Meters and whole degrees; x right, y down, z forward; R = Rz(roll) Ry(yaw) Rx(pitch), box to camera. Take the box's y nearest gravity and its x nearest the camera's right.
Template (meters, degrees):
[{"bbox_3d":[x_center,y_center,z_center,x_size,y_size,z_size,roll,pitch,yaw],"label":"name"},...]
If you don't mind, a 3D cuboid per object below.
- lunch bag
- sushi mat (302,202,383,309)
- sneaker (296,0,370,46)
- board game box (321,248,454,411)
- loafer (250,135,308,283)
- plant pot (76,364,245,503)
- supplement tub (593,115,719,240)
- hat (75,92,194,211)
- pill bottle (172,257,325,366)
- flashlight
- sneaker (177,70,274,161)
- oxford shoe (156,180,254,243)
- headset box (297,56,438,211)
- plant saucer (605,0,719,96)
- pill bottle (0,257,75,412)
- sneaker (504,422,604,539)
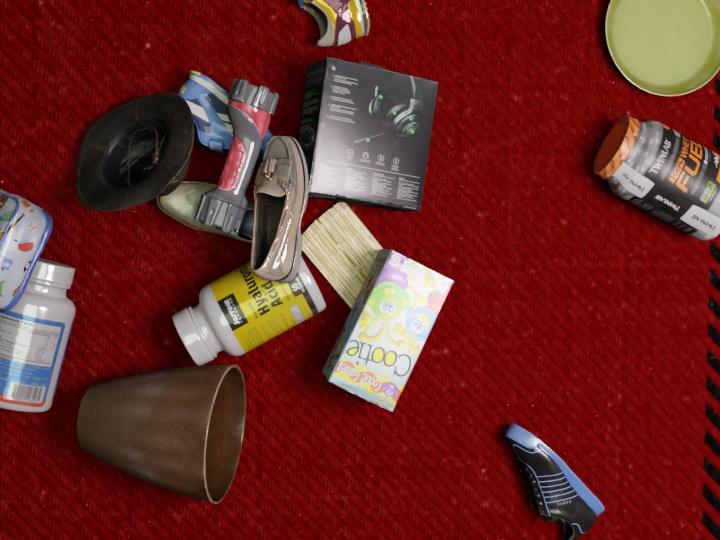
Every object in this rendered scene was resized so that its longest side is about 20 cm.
[{"bbox_3d":[-0.507,-0.031,1.288,0.075,0.199,0.161,29,79,-49],"label":"lunch bag"},{"bbox_3d":[0.000,0.000,1.424,0.096,0.012,0.200,-40,95,-5],"label":"sushi mat"},{"bbox_3d":[-0.056,-0.422,1.378,0.090,0.075,0.201,-20,92,-11],"label":"sneaker"},{"bbox_3d":[0.037,0.082,1.371,0.102,0.105,0.201,26,88,-8],"label":"board game box"},{"bbox_3d":[-0.113,-0.086,1.285,0.072,0.063,0.202,-5,81,38],"label":"loafer"},{"bbox_3d":[-0.279,0.213,1.330,0.198,0.187,0.189,6,91,9],"label":"plant pot"},{"bbox_3d":[0.453,-0.139,1.418,0.199,0.123,0.123,26,88,-6],"label":"supplement tub"},{"bbox_3d":[-0.299,-0.152,1.346,0.199,0.081,0.202,-11,63,22],"label":"hat"},{"bbox_3d":[-0.158,0.052,1.359,0.199,0.111,0.112,-29,94,-5],"label":"pill bottle"},{"bbox_3d":[-0.172,-0.155,1.305,0.067,0.068,0.201,20,91,27],"label":"flashlight"},{"bbox_3d":[-0.183,-0.195,1.373,0.200,0.074,0.082,39,88,2],"label":"sneaker"},{"bbox_3d":[-0.194,-0.083,1.370,0.198,0.074,0.071,14,92,-6],"label":"oxford shoe"},{"bbox_3d":[0.005,-0.194,1.361,0.173,0.093,0.202,7,91,-22],"label":"headset box"},{"bbox_3d":[0.462,-0.363,1.460,0.198,0.031,0.202,0,91,-6],"label":"plant saucer"},{"bbox_3d":[-0.457,0.084,1.326,0.111,0.112,0.202,15,89,-6],"label":"pill bottle"},{"bbox_3d":[0.275,0.318,1.434,0.200,0.070,0.078,46,80,-6],"label":"sneaker"}]
